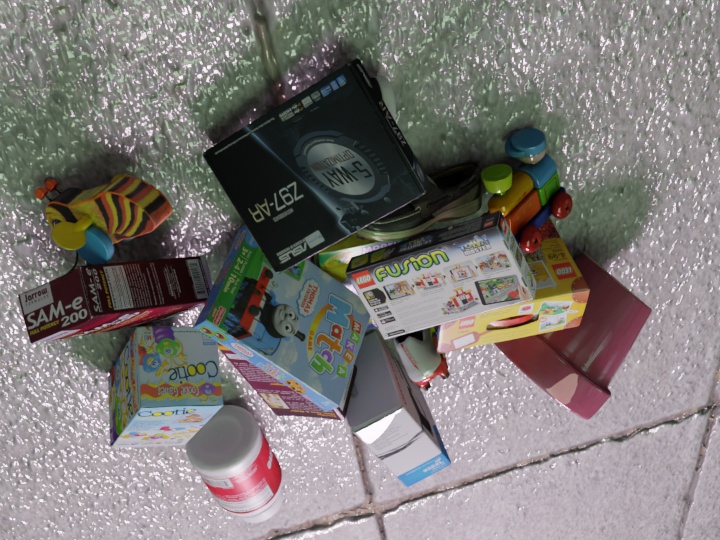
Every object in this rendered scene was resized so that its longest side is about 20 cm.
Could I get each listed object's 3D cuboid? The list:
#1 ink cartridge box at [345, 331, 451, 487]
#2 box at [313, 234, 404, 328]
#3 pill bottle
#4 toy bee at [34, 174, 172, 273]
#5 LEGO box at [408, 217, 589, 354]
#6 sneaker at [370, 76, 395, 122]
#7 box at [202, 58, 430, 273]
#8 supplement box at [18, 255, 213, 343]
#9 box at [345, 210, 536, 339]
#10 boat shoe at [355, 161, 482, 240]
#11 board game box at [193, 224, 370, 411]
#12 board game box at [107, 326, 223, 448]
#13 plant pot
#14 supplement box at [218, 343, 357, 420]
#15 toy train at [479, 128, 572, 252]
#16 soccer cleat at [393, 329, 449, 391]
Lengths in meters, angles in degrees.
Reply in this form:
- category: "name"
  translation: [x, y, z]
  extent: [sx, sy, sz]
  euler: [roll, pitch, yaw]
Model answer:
- category: "ink cartridge box"
  translation: [0.044, 0.206, 1.488]
  extent: [0.084, 0.145, 0.200]
  euler: [-28, 138, 8]
- category: "box"
  translation: [0.000, 0.000, 1.325]
  extent: [0.117, 0.048, 0.200]
  euler: [-13, 137, -8]
- category: "pill bottle"
  translation: [-0.182, 0.300, 1.525]
  extent: [0.112, 0.112, 0.200]
  euler: [-19, 139, -1]
- category: "toy bee"
  translation: [-0.302, -0.057, 1.095]
  extent: [0.200, 0.131, 0.109]
  euler: [-33, 106, 20]
- category: "LEGO box"
  translation: [0.175, 0.014, 1.330]
  extent: [0.199, 0.149, 0.077]
  euler: [-10, 138, -12]
- category: "sneaker"
  translation: [-0.034, -0.132, 1.147]
  extent: [0.111, 0.073, 0.200]
  euler: [-3, 138, -21]
- category: "box"
  translation: [-0.048, -0.111, 1.104]
  extent: [0.200, 0.044, 0.161]
  euler: [-27, 101, 19]
- category: "supplement box"
  translation: [-0.272, 0.031, 1.153]
  extent: [0.109, 0.061, 0.200]
  euler: [-21, 172, 33]
- category: "box"
  translation: [0.095, 0.009, 1.194]
  extent: [0.199, 0.035, 0.110]
  euler: [-17, 119, 25]
- category: "boat shoe"
  translation: [0.070, -0.089, 1.223]
  extent: [0.200, 0.073, 0.065]
  euler: [-22, 126, -39]
- category: "board game box"
  translation: [-0.087, 0.056, 1.228]
  extent: [0.200, 0.152, 0.037]
  euler: [36, 144, -23]
- category: "board game box"
  translation: [-0.255, 0.153, 1.295]
  extent: [0.104, 0.103, 0.200]
  euler: [2, 157, -24]
- category: "plant pot"
  translation: [0.308, 0.082, 1.439]
  extent: [0.179, 0.200, 0.200]
  euler: [-49, 133, 9]
- category: "supplement box"
  translation: [-0.094, 0.116, 1.353]
  extent: [0.110, 0.086, 0.200]
  euler: [0, 145, 24]
- category: "toy train"
  translation: [0.172, -0.076, 1.232]
  extent: [0.200, 0.084, 0.116]
  euler: [-43, 134, -27]
- category: "soccer cleat"
  translation: [0.081, 0.087, 1.367]
  extent: [0.069, 0.200, 0.085]
  euler: [-33, 105, 16]
